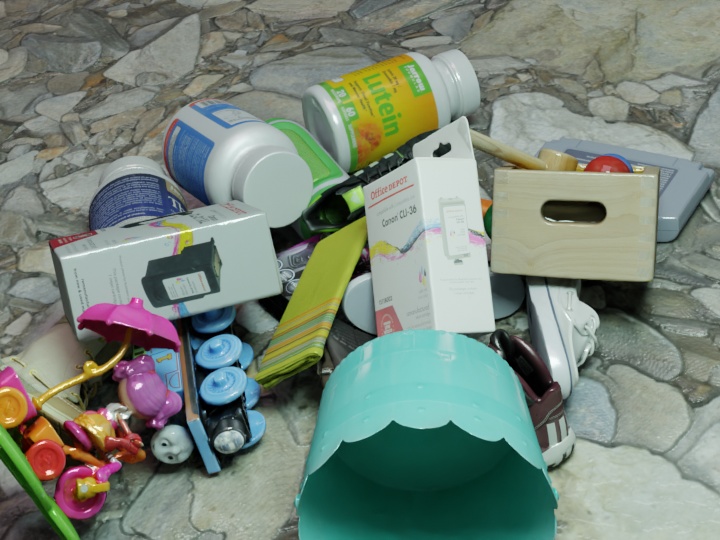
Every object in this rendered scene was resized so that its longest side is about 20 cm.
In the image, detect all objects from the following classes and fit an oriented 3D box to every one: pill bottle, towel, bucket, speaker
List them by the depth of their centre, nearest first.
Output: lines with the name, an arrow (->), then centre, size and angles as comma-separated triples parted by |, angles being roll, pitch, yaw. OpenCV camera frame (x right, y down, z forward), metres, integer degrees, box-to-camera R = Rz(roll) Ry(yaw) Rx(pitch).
bucket -> 0.051, 0.157, 1.110 | 0.205, 0.209, 0.135 | -5, 33, 5
towel -> -0.039, 0.027, 1.346 | 0.086, 0.018, 0.201 | -26, 29, 38
pill bottle -> -0.132, -0.113, 1.515 | 0.112, 0.113, 0.200 | -24, 29, -20
pill bottle -> -0.239, -0.041, 1.517 | 0.110, 0.112, 0.201 | -13, 36, -6
speaker -> -0.064, -0.101, 1.586 | 0.088, 0.089, 0.200 | -20, 37, -16
pill bottle -> 0.039, -0.197, 1.672 | 0.199, 0.112, 0.111 | -22, 37, -17

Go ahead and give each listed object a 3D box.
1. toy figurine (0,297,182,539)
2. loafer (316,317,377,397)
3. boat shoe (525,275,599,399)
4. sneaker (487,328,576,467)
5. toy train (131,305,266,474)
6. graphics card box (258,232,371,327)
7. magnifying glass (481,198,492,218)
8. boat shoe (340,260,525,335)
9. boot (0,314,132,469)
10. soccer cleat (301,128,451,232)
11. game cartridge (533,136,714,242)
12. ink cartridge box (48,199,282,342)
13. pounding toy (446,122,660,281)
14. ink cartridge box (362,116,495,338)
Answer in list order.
toy figurine -> -0.228, 0.116, 1.208 | 0.184, 0.201, 0.150 | -37, 11, -19
loafer -> -0.014, 0.104, 1.300 | 0.073, 0.071, 0.200 | 24, 16, -12
boat shoe -> 0.195, 0.053, 1.319 | 0.065, 0.074, 0.201 | -3, 31, 3
sneaker -> 0.106, 0.092, 1.255 | 0.199, 0.116, 0.076 | 19, 44, 33
toy train -> -0.157, 0.108, 1.322 | 0.113, 0.087, 0.201 | -18, 37, 1
graphics card box -> 0.000, 0.000, 1.462 | 0.199, 0.051, 0.125 | -27, 40, -22
magnifying glass -> 0.109, -0.075, 1.571 | 0.199, 0.023, 0.080 | 13, 41, 31
boat shoe -> 0.066, 0.018, 1.390 | 0.198, 0.071, 0.066 | -8, 22, -22
boot -> -0.269, 0.110, 1.353 | 0.199, 0.073, 0.154 | 21, 42, 35
soccer cleat -> 0.026, -0.083, 1.411 | 0.199, 0.068, 0.081 | -26, -2, 36
game cartridge -> 0.274, -0.089, 1.540 | 0.199, 0.041, 0.133 | 15, 38, 30
ink cartridge box -> -0.190, -0.005, 1.345 | 0.198, 0.084, 0.146 | -14, 11, -15
pounding toy -> 0.194, -0.072, 1.375 | 0.198, 0.144, 0.184 | 3, 8, 12
ink cartridge box -> 0.059, -0.033, 1.286 | 0.067, 0.202, 0.116 | -1, -11, -26
